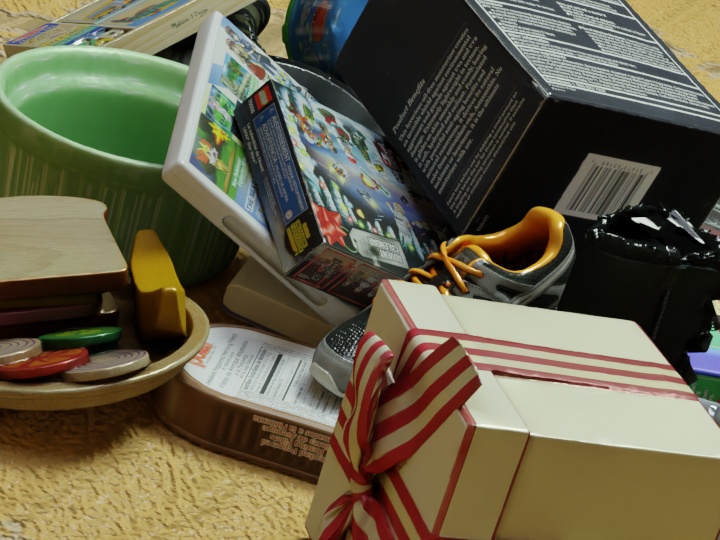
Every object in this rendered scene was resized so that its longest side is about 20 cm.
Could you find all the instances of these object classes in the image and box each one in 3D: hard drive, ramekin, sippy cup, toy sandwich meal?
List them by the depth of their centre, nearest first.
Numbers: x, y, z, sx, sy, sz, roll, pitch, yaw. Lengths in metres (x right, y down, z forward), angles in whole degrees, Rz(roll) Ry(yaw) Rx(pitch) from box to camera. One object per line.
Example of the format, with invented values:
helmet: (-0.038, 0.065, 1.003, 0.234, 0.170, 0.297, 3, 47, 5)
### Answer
toy sandwich meal: (-0.183, 0.016, 1.415, 0.204, 0.071, 0.205, 0, 21, 0)
hard drive: (0.000, 0.000, 1.619, 0.132, 0.025, 0.200, 24, 31, 6)
ramekin: (-0.161, -0.069, 1.621, 0.199, 0.098, 0.200, 13, 24, -6)
sippy cup: (0.013, -0.190, 1.898, 0.177, 0.140, 0.130, 23, 2, -12)

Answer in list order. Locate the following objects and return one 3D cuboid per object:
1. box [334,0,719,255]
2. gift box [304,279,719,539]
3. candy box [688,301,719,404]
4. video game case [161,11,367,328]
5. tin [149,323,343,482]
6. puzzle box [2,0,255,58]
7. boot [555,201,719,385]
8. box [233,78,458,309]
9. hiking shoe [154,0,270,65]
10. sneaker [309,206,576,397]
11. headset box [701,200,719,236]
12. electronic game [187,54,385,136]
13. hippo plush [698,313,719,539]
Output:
box: (0.122, -0.112, 1.603, 0.199, 0.123, 0.199, 9, 34, -38)
gift box: (0.078, 0.118, 1.255, 0.186, 0.185, 0.200, 8, 19, -20)
candy box: (0.201, 0.055, 1.595, 0.199, 0.077, 0.169, 8, 27, -14)
video game case: (-0.047, -0.061, 1.556, 0.182, 0.022, 0.200, 41, 28, -21)
tin: (-0.029, 0.084, 1.445, 0.199, 0.042, 0.112, 17, 20, 3)
puzzle box: (-0.166, -0.203, 1.860, 0.200, 0.026, 0.133, -32, 25, -32)
boot: (0.123, 0.043, 1.396, 0.198, 0.163, 0.073, 1, 35, -35)
box: (0.012, -0.032, 1.544, 0.200, 0.040, 0.137, 23, 39, -45)
hiking shoe: (-0.108, -0.163, 1.906, 0.100, 0.076, 0.200, 29, 35, 9)
sneaker: (0.053, 0.020, 1.463, 0.200, 0.077, 0.078, -25, 44, -29)
headset box: (0.269, -0.011, 1.756, 0.199, 0.077, 0.149, 18, 22, -8)
electronic game: (-0.053, -0.096, 1.783, 0.199, 0.042, 0.200, 17, 37, -13)
hippo plush: (0.270, 0.120, 1.393, 0.200, 0.160, 0.161, 34, 36, 2)
